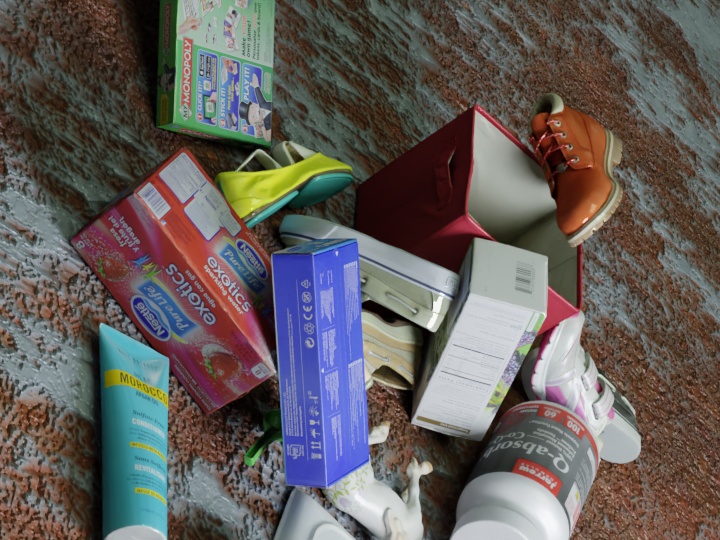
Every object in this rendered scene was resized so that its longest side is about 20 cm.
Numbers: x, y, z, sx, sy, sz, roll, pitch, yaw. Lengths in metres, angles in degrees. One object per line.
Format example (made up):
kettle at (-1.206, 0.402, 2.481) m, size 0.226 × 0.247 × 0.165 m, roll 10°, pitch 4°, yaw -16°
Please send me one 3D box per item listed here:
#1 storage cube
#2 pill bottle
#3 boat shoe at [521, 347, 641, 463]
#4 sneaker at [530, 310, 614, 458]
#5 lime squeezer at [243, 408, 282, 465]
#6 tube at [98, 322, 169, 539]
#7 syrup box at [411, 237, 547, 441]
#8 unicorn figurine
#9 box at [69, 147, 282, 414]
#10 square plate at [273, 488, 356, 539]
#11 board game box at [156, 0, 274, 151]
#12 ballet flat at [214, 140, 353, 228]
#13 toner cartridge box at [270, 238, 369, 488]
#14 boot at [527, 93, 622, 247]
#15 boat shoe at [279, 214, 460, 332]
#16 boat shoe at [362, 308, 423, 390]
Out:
storage cube at (0.109, -0.023, 1.775) m, size 0.199 × 0.179 × 0.172 m, roll 38°, pitch 38°, yaw -27°
pill bottle at (0.161, 0.227, 1.701) m, size 0.116 × 0.115 × 0.200 m, roll 50°, pitch 34°, yaw -10°
boat shoe at (0.246, 0.139, 1.925) m, size 0.200 × 0.070 × 0.064 m, roll 45°, pitch 36°, yaw -33°
sneaker at (0.225, 0.124, 1.797) m, size 0.082 × 0.087 × 0.202 m, roll -66°, pitch 160°, yaw -52°
lime squeezer at (-0.066, 0.107, 1.550) m, size 0.201 × 0.037 × 0.071 m, roll -65°, pitch 149°, yaw -35°
tube at (-0.185, 0.138, 1.402) m, size 0.077 × 0.050 × 0.202 m, roll 37°, pitch 34°, yaw -40°
syrup box at (0.115, 0.071, 1.684) m, size 0.080 × 0.201 × 0.079 m, roll 15°, pitch 44°, yaw -6°
unicorn figurine at (0.028, 0.217, 1.587) m, size 0.198 × 0.074 × 0.138 m, roll 28°, pitch 36°, yaw -5°
box at (-0.144, 0.009, 1.502) m, size 0.201 × 0.095 × 0.100 m, roll 52°, pitch 35°, yaw -10°
square plate at (-0.011, 0.315, 1.493) m, size 0.198 × 0.028 × 0.201 m, roll 46°, pitch 35°, yaw -19°
board game box at (-0.141, -0.229, 1.691) m, size 0.134 × 0.029 × 0.203 m, roll 11°, pitch 77°, yaw -47°
ballet flat at (-0.077, -0.093, 1.697) m, size 0.067 × 0.067 × 0.199 m, roll 56°, pitch 35°, yaw 6°
toner cartridge box at (-0.034, 0.078, 1.488) m, size 0.095 × 0.043 × 0.203 m, roll -19°, pitch 108°, yaw -66°
boot at (0.209, -0.105, 1.751) m, size 0.107 × 0.075 × 0.201 m, roll 40°, pitch 29°, yaw -19°
boat shoe at (0.000, 0.000, 1.654) m, size 0.063 × 0.198 × 0.072 m, roll -67°, pitch 153°, yaw -5°
boat shoe at (-0.005, 0.081, 1.654) m, size 0.199 × 0.071 × 0.077 m, roll 12°, pitch 71°, yaw -45°
